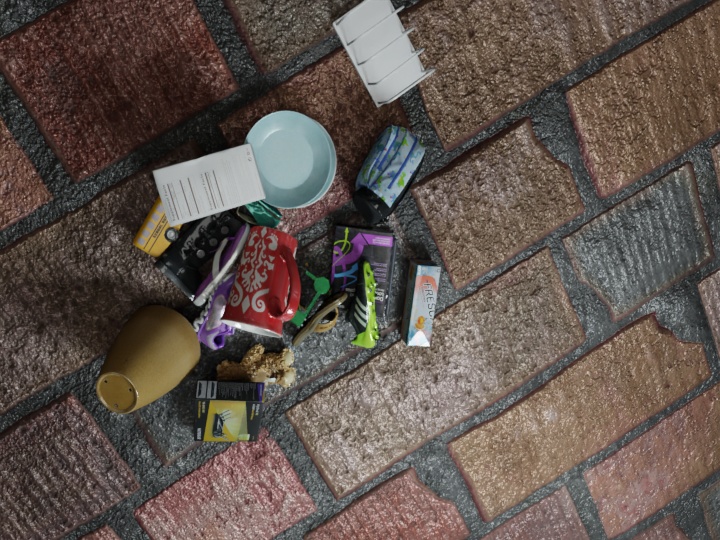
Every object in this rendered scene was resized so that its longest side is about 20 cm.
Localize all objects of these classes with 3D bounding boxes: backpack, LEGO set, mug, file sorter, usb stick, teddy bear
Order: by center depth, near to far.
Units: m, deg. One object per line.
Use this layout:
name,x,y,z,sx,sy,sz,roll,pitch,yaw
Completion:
mug,-0.185,0.027,1.198,0.171,0.134,0.207,9,76,15
file sorter,0.053,-0.476,1.220,0.137,0.125,0.203,-33,109,-1
backpack,0.063,-0.219,1.276,0.199,0.163,0.155,-42,95,-6
LEGO set,-0.169,0.043,1.327,0.195,0.116,0.158,25,79,-5
teddy bear,-0.248,0.244,1.374,0.195,0.067,0.148,-25,126,-6
usb stick,0.054,0.014,1.395,0.053,0.033,0.207,5,103,-5

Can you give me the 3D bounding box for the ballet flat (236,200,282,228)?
ballet flat,-0.261,-0.161,1.261,0.070,0.068,0.200,-42,108,9

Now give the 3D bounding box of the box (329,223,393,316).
box,0.000,0.000,1.359,0.138,0.036,0.207,6,105,3

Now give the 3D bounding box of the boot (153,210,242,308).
boot,-0.336,-0.036,1.280,0.201,0.065,0.166,-49,135,-13

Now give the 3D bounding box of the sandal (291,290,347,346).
sandal,-0.089,0.119,1.344,0.054,0.081,0.200,41,117,-6

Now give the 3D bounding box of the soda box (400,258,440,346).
soda box,0.146,0.079,1.411,0.061,0.068,0.208,3,102,-13

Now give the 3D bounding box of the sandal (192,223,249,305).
sandal,-0.304,-0.019,1.223,0.049,0.082,0.206,35,84,-25

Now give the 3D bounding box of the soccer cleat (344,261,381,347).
soccer cleat,0.000,0.081,1.331,0.078,0.067,0.208,1,104,20

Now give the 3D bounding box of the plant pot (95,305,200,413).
plant pot,-0.465,0.204,1.212,0.179,0.201,0.193,3,112,9

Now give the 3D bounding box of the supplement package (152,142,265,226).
supplement package,-0.298,-0.174,1.154,0.194,0.114,0.113,-17,101,-6

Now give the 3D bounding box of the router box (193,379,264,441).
router box,-0.307,0.330,1.331,0.151,0.053,0.203,4,138,-13

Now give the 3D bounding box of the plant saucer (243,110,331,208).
plant saucer,-0.161,-0.241,1.251,0.193,0.039,0.209,-3,106,-11

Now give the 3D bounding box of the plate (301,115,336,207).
plate,-0.149,-0.245,1.286,0.193,0.026,0.208,-3,105,-11

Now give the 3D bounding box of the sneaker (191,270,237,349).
sneaker,-0.305,0.095,1.288,0.088,0.080,0.203,38,108,16

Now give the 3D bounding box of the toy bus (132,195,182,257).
toy bus,-0.406,-0.130,1.237,0.077,0.065,0.203,31,96,-16
